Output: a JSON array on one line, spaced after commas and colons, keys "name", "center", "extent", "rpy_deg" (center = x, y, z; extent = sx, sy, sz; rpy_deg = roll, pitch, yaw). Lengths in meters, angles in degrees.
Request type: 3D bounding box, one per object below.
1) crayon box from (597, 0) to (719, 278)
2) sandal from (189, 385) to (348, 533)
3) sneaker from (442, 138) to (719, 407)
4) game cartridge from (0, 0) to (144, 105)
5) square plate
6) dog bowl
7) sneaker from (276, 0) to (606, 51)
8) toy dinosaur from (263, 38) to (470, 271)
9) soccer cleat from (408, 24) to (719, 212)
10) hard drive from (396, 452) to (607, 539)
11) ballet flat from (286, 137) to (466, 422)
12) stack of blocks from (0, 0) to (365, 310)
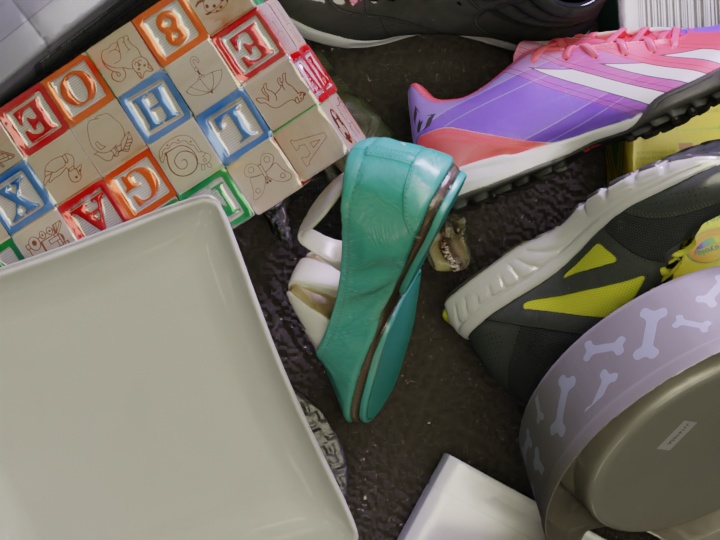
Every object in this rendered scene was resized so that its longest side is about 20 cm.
[{"name": "crayon box", "center": [0.198, -0.066, 1.326], "extent": [0.127, 0.051, 0.200], "rpy_deg": [-3, 92, -9]}, {"name": "sandal", "center": [-0.092, 0.074, 1.294], "extent": [0.200, 0.045, 0.075], "rpy_deg": [29, 81, 6]}, {"name": "sneaker", "center": [0.137, 0.002, 1.268], "extent": [0.200, 0.074, 0.085], "rpy_deg": [-35, 83, 35]}, {"name": "game cartridge", "center": [-0.119, -0.154, 1.232], "extent": [0.200, 0.133, 0.040], "rpy_deg": [-38, 97, -7]}, {"name": "square plate", "center": [-0.125, 0.077, 1.238], "extent": [0.198, 0.028, 0.200], "rpy_deg": [-19, 107, 11]}, {"name": "dog bowl", "center": [0.171, 0.074, 1.266], "extent": [0.200, 0.200, 0.059], "rpy_deg": [-25, 55, -7]}, {"name": "sneaker", "center": [0.040, -0.159, 1.263], "extent": [0.200, 0.099, 0.071], "rpy_deg": [5, 74, -15]}, {"name": "toy dinosaur", "center": [-0.024, -0.069, 1.297], "extent": [0.088, 0.047, 0.200], "rpy_deg": [-34, 92, -10]}, {"name": "soccer cleat", "center": [0.121, -0.097, 1.263], "extent": [0.200, 0.068, 0.073], "rpy_deg": [-23, 85, 8]}, {"name": "hard drive", "center": [0.056, 0.217, 1.324], "extent": [0.132, 0.027, 0.200], "rpy_deg": [29, 87, -8]}, {"name": "ballet flat", "center": [0.000, 0.000, 1.250], "extent": [0.070, 0.200, 0.067], "rpy_deg": [27, 51, 8]}, {"name": "stack of blocks", "center": [-0.113, -0.059, 1.243], "extent": [0.200, 0.059, 0.115], "rpy_deg": [-32, 95, 12]}]
